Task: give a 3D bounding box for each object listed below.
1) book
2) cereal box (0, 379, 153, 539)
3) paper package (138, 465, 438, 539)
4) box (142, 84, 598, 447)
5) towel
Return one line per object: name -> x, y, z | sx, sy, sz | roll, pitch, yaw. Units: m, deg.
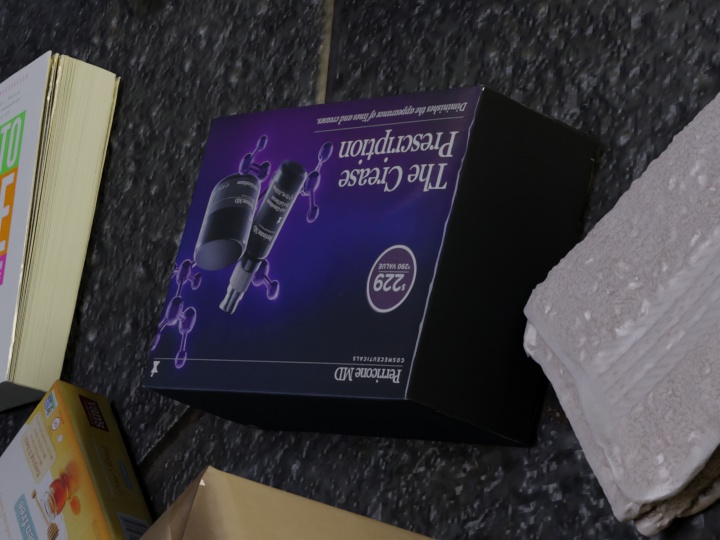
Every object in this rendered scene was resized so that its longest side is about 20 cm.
book -> -0.209, -0.014, 1.305 | 0.134, 0.048, 0.200 | -19, 58, 51
cereal box -> -0.184, 0.177, 1.165 | 0.200, 0.039, 0.144 | -53, 38, 19
paper package -> 0.007, 0.189, 0.776 | 0.103, 0.200, 0.191 | -42, 43, 30
box -> 0.000, 0.000, 0.996 | 0.200, 0.079, 0.141 | -2, 72, 52
towel -> 0.146, -0.005, 0.846 | 0.200, 0.034, 0.133 | -50, 40, 22
